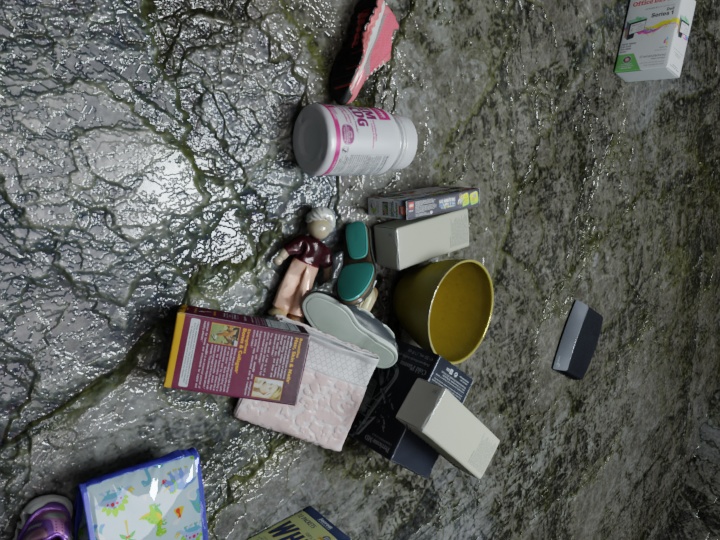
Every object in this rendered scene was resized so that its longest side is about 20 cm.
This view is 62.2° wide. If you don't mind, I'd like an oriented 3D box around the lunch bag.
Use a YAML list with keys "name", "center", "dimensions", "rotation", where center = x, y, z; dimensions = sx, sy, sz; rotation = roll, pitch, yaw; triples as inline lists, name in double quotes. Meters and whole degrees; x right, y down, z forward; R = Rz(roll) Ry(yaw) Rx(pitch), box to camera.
- name: "lunch bag"
  center: [-0.317, 0.367, 0.865]
  dimensions: [0.168, 0.127, 0.203]
  rotation: [-9, 114, -38]

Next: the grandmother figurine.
- name: "grandmother figurine"
  center: [-0.091, -0.012, 1.024]
  dimensions: [0.121, 0.060, 0.203]
  rotation: [20, 89, -49]

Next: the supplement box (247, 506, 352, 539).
- name: "supplement box"
  center: [-0.124, 0.576, 1.060]
  dimensions: [0.198, 0.133, 0.203]
  rotation: [-14, 107, -37]

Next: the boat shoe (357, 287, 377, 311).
- name: "boat shoe"
  center: [-0.044, 0.102, 1.084]
  dimensions: [0.072, 0.072, 0.202]
  rotation: [34, 79, -20]

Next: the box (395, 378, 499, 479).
- name: "box"
  center: [0.151, 0.270, 1.011]
  dimensions: [0.200, 0.068, 0.083]
  rotation: [47, 69, -34]

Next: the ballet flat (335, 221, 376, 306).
- name: "ballet flat"
  center: [0.000, 0.000, 1.044]
  dimensions: [0.202, 0.067, 0.069]
  rotation: [-83, 163, -44]

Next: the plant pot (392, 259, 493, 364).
- name: "plant pot"
  center: [0.147, 0.067, 1.176]
  dimensions: [0.198, 0.141, 0.203]
  rotation: [-12, 108, -41]

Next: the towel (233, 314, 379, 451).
- name: "towel"
  center: [-0.089, 0.195, 1.005]
  dimensions: [0.198, 0.032, 0.193]
  rotation: [22, 101, -12]

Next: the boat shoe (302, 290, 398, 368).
- name: "boat shoe"
  center: [-0.017, 0.094, 1.030]
  dimensions: [0.075, 0.061, 0.200]
  rotation: [-38, 113, 24]

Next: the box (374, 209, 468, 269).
- name: "box"
  center: [0.123, -0.067, 1.172]
  dimensions: [0.198, 0.068, 0.083]
  rotation: [-16, 109, -36]

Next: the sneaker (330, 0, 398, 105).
- name: "sneaker"
  center: [0.017, -0.370, 1.031]
  dimensions: [0.086, 0.073, 0.203]
  rotation: [25, 82, -41]

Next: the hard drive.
- name: "hard drive"
  center: [0.606, 0.197, 1.652]
  dimensions: [0.134, 0.042, 0.202]
  rotation: [28, 81, -39]

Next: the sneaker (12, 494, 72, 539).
- name: "sneaker"
  center: [-0.441, 0.412, 0.796]
  dimensions: [0.080, 0.088, 0.203]
  rotation: [24, 84, -41]

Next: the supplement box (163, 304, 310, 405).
- name: "supplement box"
  center: [-0.185, 0.127, 0.905]
  dimensions: [0.197, 0.086, 0.112]
  rotation: [12, 92, -14]

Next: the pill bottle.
- name: "pill bottle"
  center: [-0.005, -0.220, 1.016]
  dimensions: [0.198, 0.113, 0.115]
  rotation: [-8, 104, -39]

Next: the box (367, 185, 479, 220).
- name: "box"
  center: [0.122, -0.132, 1.142]
  dimensions: [0.198, 0.109, 0.035]
  rotation: [-14, 108, -36]

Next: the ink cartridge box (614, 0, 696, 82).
- name: "ink cartridge box"
  center: [0.767, -0.609, 1.559]
  dimensions: [0.083, 0.144, 0.203]
  rotation: [11, 92, -40]

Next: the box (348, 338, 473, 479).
- name: "box"
  center: [0.071, 0.243, 1.114]
  dimensions: [0.124, 0.199, 0.198]
  rotation: [35, 76, -37]
